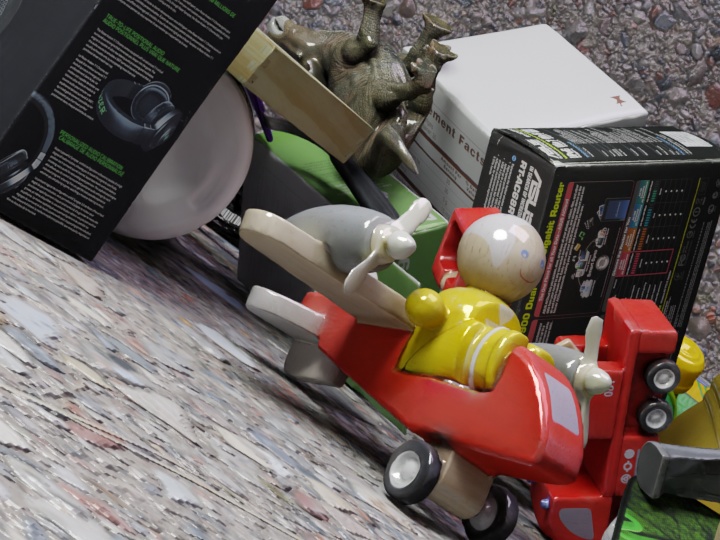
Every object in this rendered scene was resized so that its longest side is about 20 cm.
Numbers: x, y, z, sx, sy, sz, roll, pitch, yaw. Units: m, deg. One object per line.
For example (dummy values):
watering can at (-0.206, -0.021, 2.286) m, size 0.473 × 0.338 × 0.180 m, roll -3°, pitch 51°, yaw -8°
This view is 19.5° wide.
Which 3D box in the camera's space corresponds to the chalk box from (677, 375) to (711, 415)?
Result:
chalk box at (0.240, 0.141, 1.626) m, size 0.124 × 0.125 × 0.200 m, roll 33°, pitch 4°, yaw -40°

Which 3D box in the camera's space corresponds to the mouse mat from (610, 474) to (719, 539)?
mouse mat at (0.216, 0.189, 1.083) m, size 0.199 × 0.008 × 0.161 m, roll 27°, pitch 29°, yaw 2°

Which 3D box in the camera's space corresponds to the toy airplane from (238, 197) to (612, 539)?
toy airplane at (0.037, 0.029, 1.057) m, size 0.199 × 0.141 × 0.200 m, roll 36°, pitch 4°, yaw 6°

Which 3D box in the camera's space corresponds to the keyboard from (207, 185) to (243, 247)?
keyboard at (-0.076, -0.042, 1.414) m, size 0.200 × 0.021 × 0.127 m, roll 38°, pitch -29°, yaw 18°

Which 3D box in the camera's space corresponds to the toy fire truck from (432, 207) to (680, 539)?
toy fire truck at (0.106, 0.067, 1.190) m, size 0.140 × 0.201 × 0.049 m, roll 1°, pitch 24°, yaw -12°

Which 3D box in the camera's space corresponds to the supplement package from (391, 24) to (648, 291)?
supplement package at (0.087, -0.038, 1.345) m, size 0.116 × 0.201 × 0.117 m, roll -12°, pitch 40°, yaw -29°

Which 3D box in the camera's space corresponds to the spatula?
spatula at (-0.028, -0.074, 1.229) m, size 0.200 × 0.021 × 0.057 m, roll 44°, pitch -20°, yaw 37°

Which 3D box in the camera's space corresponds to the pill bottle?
pill bottle at (-0.117, -0.082, 1.227) m, size 0.111 × 0.111 × 0.200 m, roll 36°, pitch 4°, yaw -6°

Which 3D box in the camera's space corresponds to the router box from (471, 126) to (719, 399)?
router box at (0.129, 0.014, 1.263) m, size 0.149 × 0.201 × 0.062 m, roll -3°, pitch 26°, yaw -38°

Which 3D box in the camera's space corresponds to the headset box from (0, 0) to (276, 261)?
headset box at (-0.145, -0.140, 1.027) m, size 0.174 × 0.200 × 0.093 m, roll 41°, pitch 6°, yaw 41°

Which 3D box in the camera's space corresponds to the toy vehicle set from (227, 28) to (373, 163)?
toy vehicle set at (-0.089, -0.146, 1.177) m, size 0.200 × 0.027 × 0.124 m, roll 43°, pitch 4°, yaw 29°

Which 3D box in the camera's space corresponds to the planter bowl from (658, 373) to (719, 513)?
planter bowl at (0.240, 0.158, 1.414) m, size 0.083 × 0.202 × 0.200 m, roll -8°, pitch 0°, yaw 5°

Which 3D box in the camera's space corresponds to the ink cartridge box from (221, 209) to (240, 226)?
ink cartridge box at (-0.119, -0.069, 1.601) m, size 0.160 × 0.047 × 0.200 m, roll 36°, pitch -1°, yaw -5°

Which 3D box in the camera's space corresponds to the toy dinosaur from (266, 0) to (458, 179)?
toy dinosaur at (0.011, -0.099, 1.252) m, size 0.077 × 0.103 × 0.200 m, roll 10°, pitch 34°, yaw -34°

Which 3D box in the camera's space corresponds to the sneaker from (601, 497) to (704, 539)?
sneaker at (0.196, 0.174, 1.202) m, size 0.115 × 0.075 × 0.200 m, roll 40°, pitch 8°, yaw 12°

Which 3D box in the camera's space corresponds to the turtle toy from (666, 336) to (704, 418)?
turtle toy at (0.136, 0.080, 1.481) m, size 0.200 × 0.146 × 0.101 m, roll 36°, pitch 34°, yaw 0°

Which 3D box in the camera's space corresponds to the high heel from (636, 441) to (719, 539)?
high heel at (0.241, 0.148, 1.081) m, size 0.142 × 0.072 × 0.200 m, roll 7°, pitch 26°, yaw -20°

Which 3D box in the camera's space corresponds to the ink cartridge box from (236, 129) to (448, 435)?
ink cartridge box at (0.000, 0.000, 1.259) m, size 0.059 × 0.104 × 0.200 m, roll -12°, pitch 34°, yaw -30°
